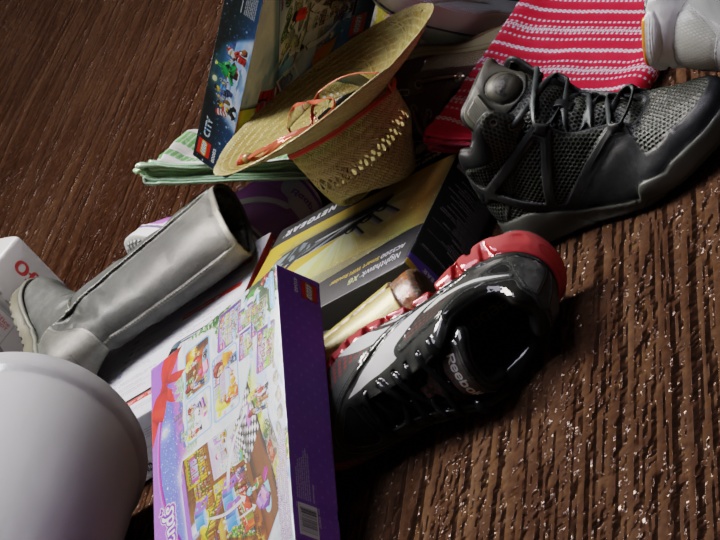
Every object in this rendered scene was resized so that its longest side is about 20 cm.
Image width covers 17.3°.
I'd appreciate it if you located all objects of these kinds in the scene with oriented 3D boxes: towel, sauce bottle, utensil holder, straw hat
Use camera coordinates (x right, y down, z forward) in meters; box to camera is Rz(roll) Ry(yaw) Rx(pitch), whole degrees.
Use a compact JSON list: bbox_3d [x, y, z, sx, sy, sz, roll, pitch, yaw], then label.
[{"bbox_3d":[-0.087,-0.092,1.871,0.151,0.024,0.200,-1,9,7],"label":"towel"},{"bbox_3d":[-0.024,0.082,1.514,0.200,0.066,0.066,-39,20,14],"label":"sauce bottle"},{"bbox_3d":[-0.241,0.181,1.594,0.170,0.170,0.201,-34,24,24],"label":"utensil holder"},{"bbox_3d":[-0.005,-0.093,1.641,0.200,0.085,0.201,-35,13,9],"label":"straw hat"},{"bbox_3d":[0.142,-0.145,1.633,0.144,0.023,0.200,6,46,34],"label":"towel"}]

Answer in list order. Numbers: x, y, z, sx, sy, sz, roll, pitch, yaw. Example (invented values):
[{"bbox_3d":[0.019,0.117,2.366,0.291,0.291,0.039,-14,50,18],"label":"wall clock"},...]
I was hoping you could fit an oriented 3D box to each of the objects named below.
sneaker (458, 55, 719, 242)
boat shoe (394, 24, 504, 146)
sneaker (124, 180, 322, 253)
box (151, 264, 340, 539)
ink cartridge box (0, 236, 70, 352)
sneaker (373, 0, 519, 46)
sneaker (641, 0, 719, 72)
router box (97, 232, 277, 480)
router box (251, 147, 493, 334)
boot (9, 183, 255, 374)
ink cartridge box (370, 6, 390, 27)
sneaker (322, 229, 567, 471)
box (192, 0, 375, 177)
[{"bbox_3d":[0.138,-0.090,1.479,0.199,0.114,0.076,-21,31,44],"label":"sneaker"},{"bbox_3d":[0.065,-0.121,1.744,0.199,0.072,0.072,-15,46,29],"label":"boat shoe"},{"bbox_3d":[-0.103,-0.034,1.922,0.200,0.073,0.114,-2,38,51],"label":"sneaker"},{"bbox_3d":[-0.073,0.115,1.448,0.137,0.039,0.201,-38,42,36],"label":"box"},{"bbox_3d":[-0.305,0.092,1.926,0.083,0.147,0.200,-13,36,54],"label":"ink cartridge box"},{"bbox_3d":[0.064,-0.185,1.787,0.071,0.199,0.073,-51,60,22],"label":"sneaker"},{"bbox_3d":[0.260,-0.173,1.495,0.092,0.076,0.200,20,43,30],"label":"sneaker"},{"bbox_3d":[-0.143,0.081,1.776,0.199,0.049,0.180,-30,23,34],"label":"router box"},{"bbox_3d":[0.000,0.000,1.651,0.199,0.052,0.158,-28,24,37],"label":"router box"},{"bbox_3d":[-0.176,0.001,1.824,0.200,0.072,0.182,-47,32,11],"label":"boot"},{"bbox_3d":[-0.008,-0.202,1.863,0.067,0.200,0.117,-35,21,22],"label":"ink cartridge box"},{"bbox_3d":[0.041,0.059,1.420,0.200,0.071,0.098,-38,18,12],"label":"sneaker"},{"bbox_3d":[-0.048,-0.177,1.732,0.136,0.038,0.201,-26,-38,-44],"label":"box"}]
